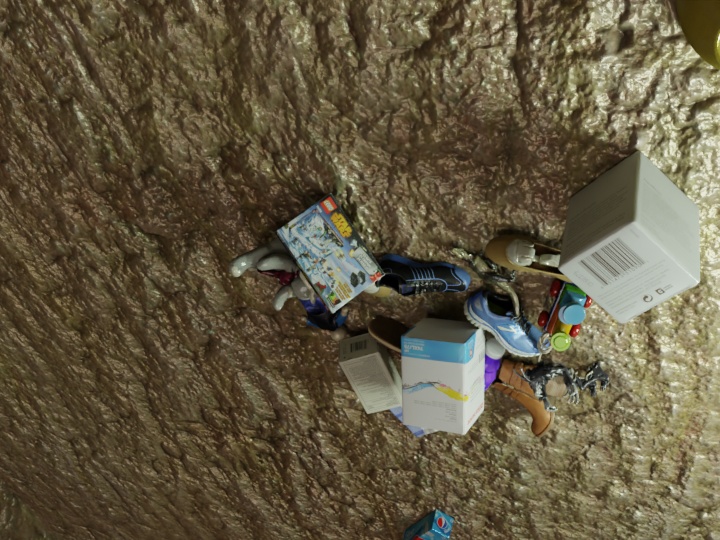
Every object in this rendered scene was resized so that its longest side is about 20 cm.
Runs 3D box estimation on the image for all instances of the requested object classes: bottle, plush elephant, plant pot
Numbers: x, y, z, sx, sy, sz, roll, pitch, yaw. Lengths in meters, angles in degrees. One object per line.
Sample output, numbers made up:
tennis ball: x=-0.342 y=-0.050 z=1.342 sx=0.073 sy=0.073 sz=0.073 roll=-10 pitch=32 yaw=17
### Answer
bottle: x=0.266 y=0.227 z=1.842 sx=0.083 sy=0.065 sz=0.201 roll=38 pitch=138 yaw=13
plush elephant: x=-0.153 y=0.008 z=1.714 sx=0.199 sy=0.165 sz=0.156 roll=-26 pitch=92 yaw=2
plant pot: x=0.536 y=-0.346 z=1.110 sx=0.198 sy=0.143 sz=0.201 roll=12 pitch=137 yaw=11

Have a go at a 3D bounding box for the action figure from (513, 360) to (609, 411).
action figure: x=0.424 y=0.243 z=1.720 sx=0.198 sy=0.103 sz=0.119 roll=1 pitch=163 yaw=-16

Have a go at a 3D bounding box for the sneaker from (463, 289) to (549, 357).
sneaker: x=0.316 y=0.109 z=1.700 sx=0.199 sy=0.079 sz=0.089 roll=31 pitch=139 yaw=-9

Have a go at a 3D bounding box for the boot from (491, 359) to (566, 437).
boot: x=0.373 y=0.290 z=1.853 sx=0.154 sy=0.077 sz=0.201 roll=15 pitch=134 yaw=6

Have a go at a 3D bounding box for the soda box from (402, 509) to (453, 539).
soda box: x=0.198 y=0.788 z=2.427 sx=0.064 sy=0.068 sz=0.200 roll=29 pitch=137 yaw=-7

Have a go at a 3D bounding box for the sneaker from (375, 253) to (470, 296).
sneaker: x=0.126 y=0.024 z=1.694 sx=0.198 sy=0.078 sz=0.071 roll=10 pitch=136 yaw=14

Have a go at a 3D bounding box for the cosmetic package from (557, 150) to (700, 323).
cosmetic package: x=0.460 y=-0.057 z=1.385 sx=0.165 sy=0.201 sz=0.165 roll=38 pitch=135 yaw=-15

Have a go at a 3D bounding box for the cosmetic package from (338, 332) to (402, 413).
cosmetic package: x=0.028 y=0.245 z=1.935 sx=0.103 sy=0.073 sz=0.201 roll=-15 pitch=131 yaw=12

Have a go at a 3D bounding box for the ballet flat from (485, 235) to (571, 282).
ballet flat: x=0.340 y=-0.029 z=1.548 sx=0.198 sy=0.069 sz=0.063 roll=13 pitch=172 yaw=1

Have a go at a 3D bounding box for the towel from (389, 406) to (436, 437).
towel: x=0.173 y=0.355 z=2.042 sx=0.199 sy=0.024 sz=0.147 roll=-23 pitch=120 yaw=38

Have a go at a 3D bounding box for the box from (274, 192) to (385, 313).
box: x=-0.061 y=-0.035 z=1.636 sx=0.201 sy=0.136 sz=0.040 roll=56 pitch=167 yaw=-6

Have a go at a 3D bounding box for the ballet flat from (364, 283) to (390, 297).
ballet flat: x=0.000 y=0.000 z=1.734 sx=0.068 sy=0.063 sz=0.201 roll=-10 pitch=128 yaw=33

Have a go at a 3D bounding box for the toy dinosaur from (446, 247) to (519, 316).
toy dinosaur: x=0.268 y=0.003 z=1.627 sx=0.200 sy=0.048 sz=0.088 roll=43 pitch=146 yaw=-1

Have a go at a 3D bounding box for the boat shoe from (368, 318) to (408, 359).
boat shoe: x=0.100 y=0.179 z=1.867 sx=0.199 sy=0.073 sz=0.072 roll=24 pitch=136 yaw=-10

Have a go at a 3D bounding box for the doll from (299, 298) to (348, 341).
doll: x=-0.086 y=0.091 z=1.871 sx=0.135 sy=0.049 sz=0.201 roll=-8 pitch=129 yaw=30

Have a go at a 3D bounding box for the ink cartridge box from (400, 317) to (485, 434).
ink cartridge box: x=0.179 y=0.222 z=1.738 sx=0.145 sy=0.147 sz=0.202 roll=4 pitch=104 yaw=24

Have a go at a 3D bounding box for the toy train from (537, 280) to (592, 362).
toy train: x=0.395 y=0.126 z=1.617 sx=0.084 sy=0.116 sz=0.201 roll=18 pitch=114 yaw=4
